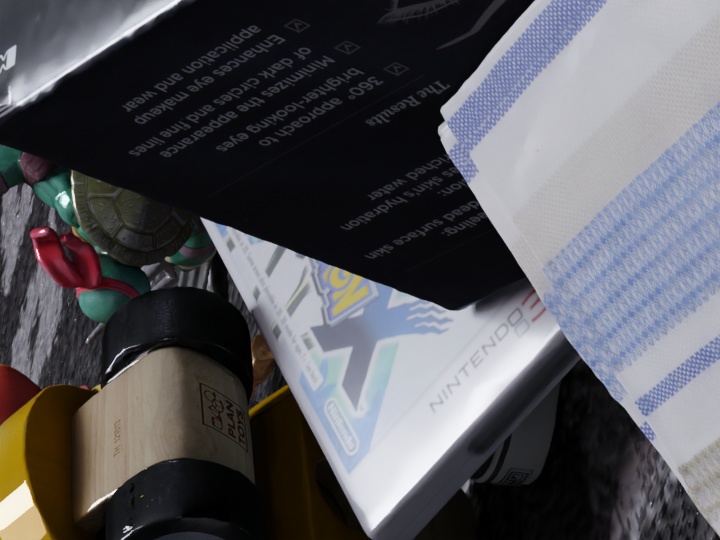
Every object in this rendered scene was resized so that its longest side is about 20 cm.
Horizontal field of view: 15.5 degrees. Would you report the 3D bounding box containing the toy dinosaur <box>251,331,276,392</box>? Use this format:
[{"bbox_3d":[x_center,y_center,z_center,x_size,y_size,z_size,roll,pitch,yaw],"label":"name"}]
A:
[{"bbox_3d":[-0.076,0.128,1.336,0.106,0.060,0.200,136,141,-61],"label":"toy dinosaur"}]

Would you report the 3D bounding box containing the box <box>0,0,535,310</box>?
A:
[{"bbox_3d":[0.021,-0.093,0.794,0.197,0.200,0.118,-26,53,44],"label":"box"}]

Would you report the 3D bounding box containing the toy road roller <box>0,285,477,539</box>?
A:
[{"bbox_3d":[-0.058,0.115,0.995,0.146,0.200,0.123,-37,37,25],"label":"toy road roller"}]

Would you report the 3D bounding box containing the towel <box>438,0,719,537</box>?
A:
[{"bbox_3d":[0.103,0.006,0.674,0.200,0.024,0.147,56,149,9],"label":"towel"}]

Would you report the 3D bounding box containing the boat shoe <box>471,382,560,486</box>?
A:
[{"bbox_3d":[0.045,-0.020,1.006,0.071,0.064,0.200,137,141,-64],"label":"boat shoe"}]

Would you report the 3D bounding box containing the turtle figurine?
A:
[{"bbox_3d":[-0.114,-0.043,1.242,0.101,0.150,0.200,-9,62,47],"label":"turtle figurine"}]

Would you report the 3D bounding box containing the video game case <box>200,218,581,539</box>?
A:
[{"bbox_3d":[0.028,-0.032,0.941,0.182,0.022,0.200,-49,44,19],"label":"video game case"}]

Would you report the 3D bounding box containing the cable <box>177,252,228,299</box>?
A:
[{"bbox_3d":[-0.067,-0.037,1.373,0.097,0.050,0.200,76,-164,-58],"label":"cable"}]

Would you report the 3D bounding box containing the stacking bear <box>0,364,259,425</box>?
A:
[{"bbox_3d":[-0.109,0.095,1.216,0.121,0.200,0.114,135,142,-63],"label":"stacking bear"}]
